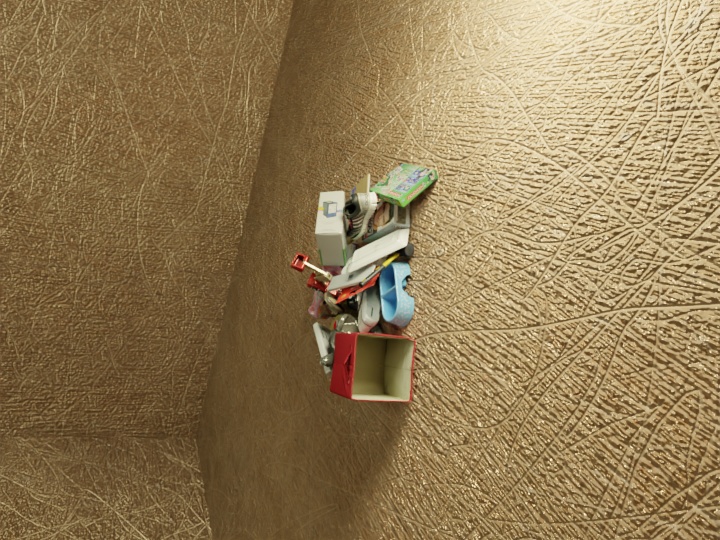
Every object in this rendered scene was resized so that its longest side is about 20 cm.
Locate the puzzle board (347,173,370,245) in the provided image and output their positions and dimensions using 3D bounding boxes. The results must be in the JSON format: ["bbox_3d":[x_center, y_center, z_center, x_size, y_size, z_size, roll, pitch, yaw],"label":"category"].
[{"bbox_3d":[-0.004,-0.198,1.703,0.151,0.017,0.202,149,128,-64],"label":"puzzle board"}]

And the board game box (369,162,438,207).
[{"bbox_3d":[0.121,-0.251,1.494,0.134,0.029,0.200,-42,28,-7],"label":"board game box"}]

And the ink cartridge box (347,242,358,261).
[{"bbox_3d":[-0.063,-0.014,1.857,0.200,0.043,0.198,31,110,59],"label":"ink cartridge box"}]

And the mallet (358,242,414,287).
[{"bbox_3d":[0.076,-0.016,1.452,0.066,0.200,0.041,0,126,49],"label":"mallet"}]

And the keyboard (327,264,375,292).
[{"bbox_3d":[-0.030,0.025,1.546,0.199,0.011,0.057,-16,40,47],"label":"keyboard"}]

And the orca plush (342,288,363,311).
[{"bbox_3d":[-0.020,0.054,1.609,0.201,0.070,0.106,-73,-9,-45],"label":"orca plush"}]

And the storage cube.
[{"bbox_3d":[0.028,0.261,1.416,0.180,0.198,0.173,164,113,-68],"label":"storage cube"}]

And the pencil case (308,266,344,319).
[{"bbox_3d":[-0.118,0.071,1.805,0.088,0.087,0.201,57,133,54],"label":"pencil case"}]

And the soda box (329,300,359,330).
[{"bbox_3d":[-0.041,0.171,1.721,0.201,0.067,0.064,-61,32,35],"label":"soda box"}]

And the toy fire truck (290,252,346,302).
[{"bbox_3d":[-0.124,0.026,1.672,0.141,0.199,0.049,98,-163,-65],"label":"toy fire truck"}]

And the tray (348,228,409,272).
[{"bbox_3d":[0.050,-0.064,1.514,0.199,0.022,0.108,-25,25,22],"label":"tray"}]

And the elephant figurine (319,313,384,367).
[{"bbox_3d":[-0.037,0.201,1.555,0.155,0.199,0.143,38,116,61],"label":"elephant figurine"}]

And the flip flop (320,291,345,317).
[{"bbox_3d":[-0.096,0.117,1.625,0.058,0.081,0.200,-41,-3,-10],"label":"flip flop"}]

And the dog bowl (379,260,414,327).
[{"bbox_3d":[0.100,0.064,1.494,0.111,0.049,0.202,-42,46,52],"label":"dog bowl"}]

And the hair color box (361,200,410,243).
[{"bbox_3d":[0.077,-0.157,1.600,0.200,0.060,0.100,-25,59,59],"label":"hair color box"}]

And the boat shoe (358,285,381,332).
[{"bbox_3d":[0.023,0.114,1.536,0.067,0.073,0.200,-54,4,27],"label":"boat shoe"}]

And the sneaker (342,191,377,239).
[{"bbox_3d":[-0.019,-0.171,1.577,0.200,0.087,0.074,121,150,-52],"label":"sneaker"}]

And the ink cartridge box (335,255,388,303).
[{"bbox_3d":[0.000,0.000,1.564,0.160,0.050,0.200,-28,18,36],"label":"ink cartridge box"}]

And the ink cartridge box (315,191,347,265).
[{"bbox_3d":[-0.088,-0.135,1.651,0.146,0.087,0.201,83,-172,-48],"label":"ink cartridge box"}]

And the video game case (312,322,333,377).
[{"bbox_3d":[-0.064,0.273,1.619,0.024,0.182,0.201,-40,41,16],"label":"video game case"}]
